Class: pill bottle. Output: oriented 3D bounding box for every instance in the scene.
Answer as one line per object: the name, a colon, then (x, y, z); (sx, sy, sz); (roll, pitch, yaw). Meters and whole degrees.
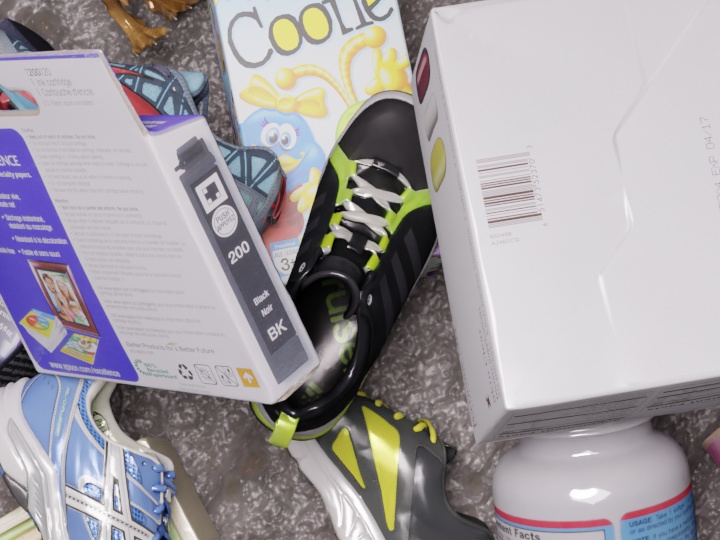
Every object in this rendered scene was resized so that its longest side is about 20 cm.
pill bottle: (0.129, 0.151, 1.126); (0.108, 0.109, 0.201); (-6, 100, 6)

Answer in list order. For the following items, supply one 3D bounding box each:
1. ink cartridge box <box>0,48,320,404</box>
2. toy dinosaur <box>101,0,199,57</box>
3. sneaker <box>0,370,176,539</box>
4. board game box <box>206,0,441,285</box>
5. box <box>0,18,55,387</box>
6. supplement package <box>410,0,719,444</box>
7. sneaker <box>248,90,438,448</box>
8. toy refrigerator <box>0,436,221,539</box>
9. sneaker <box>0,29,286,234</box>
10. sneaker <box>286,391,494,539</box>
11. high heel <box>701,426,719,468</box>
ink cartridge box: (-0.134, -0.030, 1.038); (0.043, 0.198, 0.200); (-44, 122, -34)
toy dinosaur: (-0.147, -0.186, 1.216); (0.060, 0.200, 0.106); (-40, 113, -17)
sneaker: (-0.132, 0.140, 1.131); (0.077, 0.076, 0.200); (-30, 85, 5)
board game box: (-0.022, -0.091, 1.183); (0.103, 0.105, 0.201); (-11, 84, -5)
box: (-0.214, -0.021, 1.207); (0.200, 0.104, 0.148); (-45, 81, 2)
supplement package: (0.120, -0.029, 1.034); (0.155, 0.111, 0.201); (-9, 77, -6)
sneaker: (0.000, 0.000, 1.078); (0.071, 0.083, 0.201); (19, 83, -2)
toy refrigerator: (-0.187, 0.177, 1.204); (0.200, 0.070, 0.076); (-29, 83, 4)
sneaker: (-0.124, -0.074, 1.119); (0.200, 0.079, 0.096); (37, 67, 14)
sneaker: (0.006, 0.101, 1.193); (0.084, 0.074, 0.200); (-29, 91, -2)
high heel: (0.290, 0.077, 1.148); (0.200, 0.067, 0.096); (-43, 72, 22)
